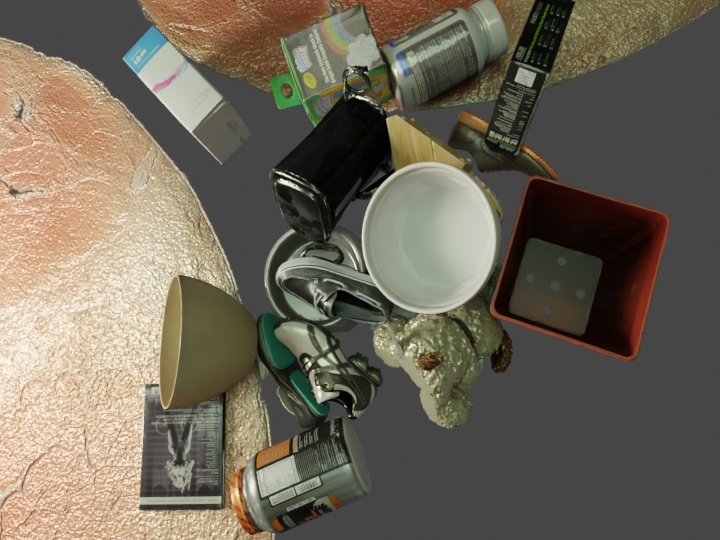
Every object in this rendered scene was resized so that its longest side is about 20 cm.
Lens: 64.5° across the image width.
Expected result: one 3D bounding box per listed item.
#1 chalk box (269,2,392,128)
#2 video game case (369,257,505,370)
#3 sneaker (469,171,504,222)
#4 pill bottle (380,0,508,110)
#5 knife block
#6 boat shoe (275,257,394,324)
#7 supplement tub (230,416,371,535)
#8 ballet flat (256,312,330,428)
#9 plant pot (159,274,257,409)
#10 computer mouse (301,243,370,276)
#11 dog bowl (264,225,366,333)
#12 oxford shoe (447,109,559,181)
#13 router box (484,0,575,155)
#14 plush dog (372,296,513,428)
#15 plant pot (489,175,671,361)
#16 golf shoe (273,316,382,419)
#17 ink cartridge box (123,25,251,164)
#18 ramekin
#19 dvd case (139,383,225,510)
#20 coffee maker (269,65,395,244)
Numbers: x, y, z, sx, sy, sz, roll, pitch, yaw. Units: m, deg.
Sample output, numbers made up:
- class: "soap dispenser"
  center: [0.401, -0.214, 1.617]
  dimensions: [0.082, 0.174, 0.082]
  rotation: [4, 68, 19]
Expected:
- class: "chalk box"
  center: [-0.058, -0.338, 0.989]
  dimensions: [0.195, 0.124, 0.128]
  rotation: [-21, 78, 5]
- class: "video game case"
  center: [0.133, 0.045, 0.941]
  dimensions: [0.195, 0.022, 0.187]
  rotation: [19, 83, 12]
- class: "sneaker"
  center: [0.155, -0.139, 0.950]
  dimensions: [0.199, 0.078, 0.078]
  rotation: [43, 102, 16]
- class: "pill bottle"
  center: [0.142, -0.368, 0.968]
  dimensions: [0.196, 0.114, 0.116]
  rotation: [-26, 77, 3]
- class: "knife block"
  center: [0.092, -0.121, 0.908]
  dimensions: [0.198, 0.064, 0.178]
  rotation: [38, 112, 15]
- class: "boat shoe"
  center: [-0.044, 0.039, 0.874]
  dimensions: [0.194, 0.073, 0.068]
  rotation: [15, 38, 8]
- class: "supplement tub"
  center: [-0.091, 0.317, 0.873]
  dimensions: [0.195, 0.123, 0.126]
  rotation: [-24, 77, 4]
- class: "ballet flat"
  center: [-0.127, 0.171, 0.934]
  dimensions: [0.068, 0.067, 0.203]
  rotation: [-39, 77, 29]
- class: "plant pot"
  center: [-0.240, 0.116, 0.914]
  dimensions: [0.131, 0.199, 0.207]
  rotation: [6, 78, -26]
- class: "computer mouse"
  center: [0.000, 0.000, 0.906]
  dimensions: [0.195, 0.034, 0.060]
  rotation: [21, 110, 0]
- class: "dog bowl"
  center: [-0.073, 0.013, 0.959]
  dimensions: [0.193, 0.059, 0.207]
  rotation: [-2, 79, 8]
- class: "oxford shoe"
  center: [0.236, -0.188, 0.953]
  dimensions: [0.198, 0.071, 0.074]
  rotation: [35, 106, 17]
- class: "router box"
  center: [0.260, -0.306, 0.883]
  dimensions: [0.061, 0.152, 0.203]
  rotation: [20, 56, 10]
- class: "plush dog"
  center: [0.137, 0.103, 0.856]
  dimensions: [0.170, 0.162, 0.201]
  rotation: [-37, 75, -24]
- class: "plant pot"
  center: [0.303, 0.010, 0.842]
  dimensions: [0.194, 0.176, 0.206]
  rotation: [18, 82, 11]
- class: "golf shoe"
  center: [-0.060, 0.151, 0.887]
  dimensions: [0.197, 0.078, 0.096]
  rotation: [32, 55, -2]
- class: "ink cartridge box"
  center: [-0.300, -0.304, 1.006]
  dimensions: [0.085, 0.145, 0.200]
  rotation: [-45, 76, -2]
- class: "ramekin"
  center: [0.109, -0.047, 0.813]
  dimensions: [0.194, 0.104, 0.207]
  rotation: [3, 96, 26]
- class: "dvd case"
  center: [-0.299, 0.294, 0.963]
  dimensions: [0.144, 0.016, 0.207]
  rotation: [-3, 79, 7]
- class: "coffee maker"
  center: [-0.049, -0.176, 0.894]
  dimensions: [0.132, 0.195, 0.201]
  rotation: [9, 49, 40]
